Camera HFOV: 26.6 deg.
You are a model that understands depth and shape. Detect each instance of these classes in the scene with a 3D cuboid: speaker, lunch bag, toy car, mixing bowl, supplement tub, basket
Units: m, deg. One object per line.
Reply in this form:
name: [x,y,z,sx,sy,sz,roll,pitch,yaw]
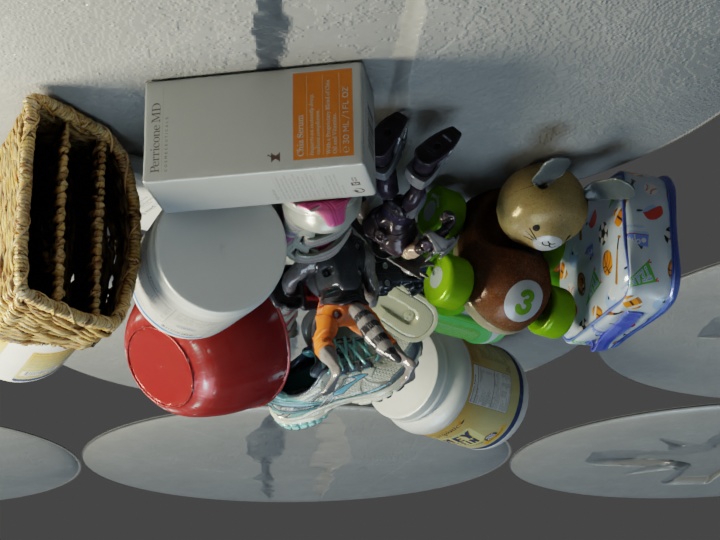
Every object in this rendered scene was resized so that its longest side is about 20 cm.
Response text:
speaker: [0.092,0.032,1.807,0.199,0.089,0.088,16,154,-40]
lunch bag: [0.269,-0.004,1.605,0.075,0.162,0.200,4,159,-13]
toy car: [0.180,-0.043,1.536,0.163,0.159,0.200,16,143,-29]
mixing bowl: [-0.185,0.085,1.670,0.199,0.202,0.108,-20,-170,42]
supplement tub: [-0.152,-0.007,1.491,0.130,0.134,0.200,4,169,-15]
supplement tub: [0.116,0.154,2.037,0.143,0.146,0.199,-17,155,38]
basket: [-0.265,-0.039,1.411,0.141,0.202,0.149,9,158,-24]
supplement tub: [-0.362,0.033,1.689,0.143,0.146,0.200,8,159,-23]

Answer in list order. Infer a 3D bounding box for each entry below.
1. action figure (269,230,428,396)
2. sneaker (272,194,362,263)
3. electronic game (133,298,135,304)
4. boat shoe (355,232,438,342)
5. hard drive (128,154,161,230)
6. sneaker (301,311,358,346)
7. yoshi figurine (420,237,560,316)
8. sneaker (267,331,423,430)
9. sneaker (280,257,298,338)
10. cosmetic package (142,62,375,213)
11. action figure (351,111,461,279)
action figure: [0.007,0.022,1.564,0.198,0.195,0.105,-10,159,-27]
sneaker: [-0.039,-0.050,1.452,0.080,0.089,0.200,-16,-169,-9]
electronic game: [-0.186,0.060,1.760,0.199,0.201,0.042,-24,-168,47]
boat shoe: [0.000,0.000,1.669,0.200,0.068,0.072,41,103,-19]
hard drive: [-0.183,-0.069,1.594,0.198,0.027,0.131,12,156,-34]
sneaker: [-0.033,0.061,1.840,0.071,0.099,0.199,-56,148,10]
yoshi figurine: [0.151,0.011,1.727,0.198,0.113,0.112,8,165,-16]
sneaker: [-0.022,0.114,1.740,0.199,0.078,0.086,-29,142,5]
sneaker: [-0.090,0.036,1.751,0.075,0.106,0.200,-24,180,-37]
cosmetic package: [-0.089,-0.118,1.355,0.197,0.103,0.071,-5,159,8]
action figure: [0.040,-0.069,1.493,0.129,0.070,0.201,29,149,10]
